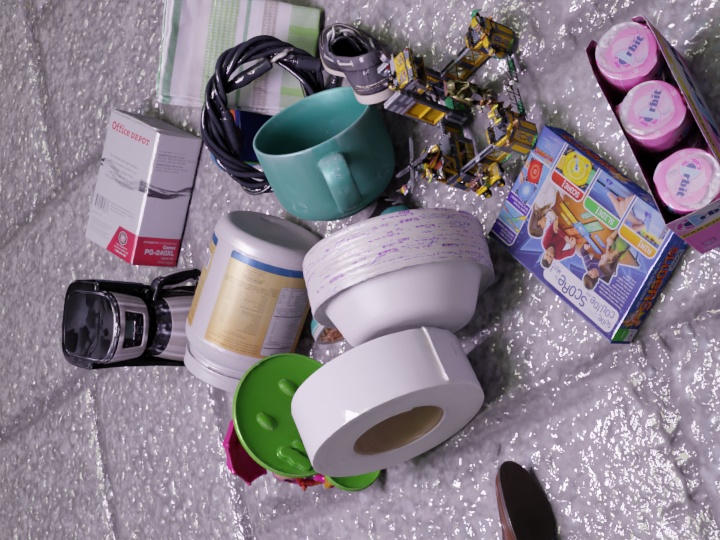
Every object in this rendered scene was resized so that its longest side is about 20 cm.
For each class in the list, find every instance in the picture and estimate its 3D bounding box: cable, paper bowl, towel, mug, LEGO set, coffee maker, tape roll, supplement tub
[{"bbox_3d":[-0.121,-0.189,1.545,0.051,0.163,0.201,-112,40,-64],"label":"cable"},{"bbox_3d":[0.045,0.019,1.308,0.200,0.200,0.105,-32,63,42],"label":"paper bowl"},{"bbox_3d":[-0.154,-0.276,1.562,0.031,0.199,0.150,-151,67,-79],"label":"towel"},{"bbox_3d":[-0.041,-0.119,1.433,0.151,0.185,0.115,-7,124,28],"label":"mug"},{"bbox_3d":[0.093,-0.183,1.309,0.154,0.116,0.201,-31,53,46],"label":"LEGO set"},{"bbox_3d":[-0.308,0.082,1.696,0.192,0.199,0.135,-27,67,43],"label":"coffee maker"},{"bbox_3d":[0.030,0.143,1.318,0.202,0.202,0.071,-46,55,36],"label":"tape roll"},{"bbox_3d":[-0.137,0.040,1.550,0.145,0.144,0.201,36,114,43],"label":"supplement tub"}]

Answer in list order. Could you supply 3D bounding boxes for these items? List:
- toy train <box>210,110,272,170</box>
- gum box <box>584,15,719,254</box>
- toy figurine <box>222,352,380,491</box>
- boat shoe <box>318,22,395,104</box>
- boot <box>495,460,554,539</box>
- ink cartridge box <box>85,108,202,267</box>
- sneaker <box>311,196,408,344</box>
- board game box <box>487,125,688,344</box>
[{"bbox_3d":[-0.162,-0.235,1.654,0.116,0.084,0.201,-18,74,60],"label":"toy train"},{"bbox_3d":[0.281,-0.126,1.111,0.066,0.113,0.201,-29,65,23],"label":"gum box"},{"bbox_3d":[-0.090,0.216,1.516,0.150,0.200,0.184,-58,6,-31],"label":"toy figurine"},{"bbox_3d":[-0.008,-0.262,1.448,0.200,0.072,0.063,-120,7,-55],"label":"boat shoe"},{"bbox_3d":[0.126,0.321,1.307,0.200,0.064,0.187,-38,58,45],"label":"boot"},{"bbox_3d":[-0.320,-0.122,1.810,0.145,0.083,0.201,27,107,46],"label":"ink cartridge box"},{"bbox_3d":[0.000,0.000,1.462,0.200,0.071,0.080,-51,51,23],"label":"sneaker"},{"bbox_3d":[0.226,-0.038,1.233,0.200,0.034,0.136,47,120,40],"label":"board game box"}]
